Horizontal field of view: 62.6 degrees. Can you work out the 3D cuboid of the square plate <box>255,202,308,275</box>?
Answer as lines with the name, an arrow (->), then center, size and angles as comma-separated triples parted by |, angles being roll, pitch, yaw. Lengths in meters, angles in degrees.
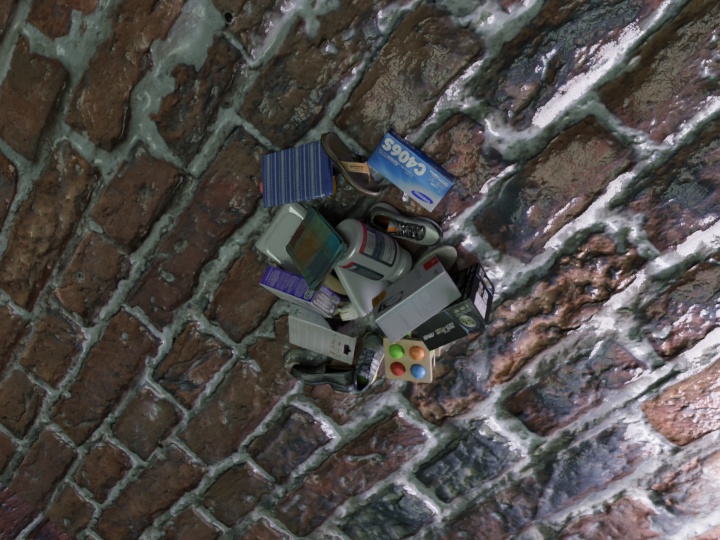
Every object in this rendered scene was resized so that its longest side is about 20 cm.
square plate -> -0.172, -0.069, 1.623 | 0.200, 0.028, 0.198 | 39, 120, -3

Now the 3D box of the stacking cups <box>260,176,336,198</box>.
stacking cups -> -0.164, -0.212, 1.535 | 0.198, 0.061, 0.061 | 0, 115, 22

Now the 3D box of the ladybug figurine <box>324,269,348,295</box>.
ladybug figurine -> -0.061, -0.010, 1.558 | 0.200, 0.136, 0.072 | 39, 154, -30

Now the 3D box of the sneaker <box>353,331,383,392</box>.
sneaker -> 0.024, 0.265, 1.690 | 0.073, 0.081, 0.201 | 15, 119, 10

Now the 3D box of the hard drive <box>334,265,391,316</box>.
hard drive -> 0.000, 0.000, 1.543 | 0.027, 0.132, 0.201 | -6, 116, 51

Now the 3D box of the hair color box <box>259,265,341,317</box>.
hair color box -> -0.162, 0.055, 1.592 | 0.199, 0.065, 0.109 | 19, 166, 37

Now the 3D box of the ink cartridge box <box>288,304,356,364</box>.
ink cartridge box -> -0.106, 0.182, 1.679 | 0.198, 0.050, 0.161 | 17, 145, 5

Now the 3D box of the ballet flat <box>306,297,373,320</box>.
ballet flat -> -0.059, 0.112, 1.651 | 0.199, 0.072, 0.073 | 4, 116, 16

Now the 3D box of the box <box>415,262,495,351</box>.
box -> 0.233, 0.087, 1.463 | 0.163, 0.200, 0.086 | -28, 104, 27

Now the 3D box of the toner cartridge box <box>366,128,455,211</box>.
toner cartridge box -> 0.122, -0.241, 1.431 | 0.199, 0.043, 0.095 | 37, 122, -2

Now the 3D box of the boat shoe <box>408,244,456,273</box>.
boat shoe -> 0.163, 0.003, 1.528 | 0.075, 0.062, 0.200 | 43, 105, -12

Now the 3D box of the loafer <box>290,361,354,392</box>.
loafer -> -0.110, 0.302, 1.766 | 0.198, 0.073, 0.073 | 10, 110, 3

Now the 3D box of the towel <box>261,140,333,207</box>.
towel -> -0.160, -0.242, 1.498 | 0.198, 0.024, 0.146 | -7, 79, 23

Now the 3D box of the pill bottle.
pill bottle -> 0.029, -0.041, 1.475 | 0.199, 0.120, 0.119 | 23, 129, -38

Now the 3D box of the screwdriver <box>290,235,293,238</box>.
screwdriver -> -0.115, -0.031, 1.593 | 0.200, 0.028, 0.029 | 37, 148, -20

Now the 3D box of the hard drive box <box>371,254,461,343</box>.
hard drive box -> 0.130, 0.066, 1.431 | 0.199, 0.156, 0.077 | -36, 104, 7

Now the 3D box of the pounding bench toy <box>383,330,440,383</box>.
pounding bench toy -> 0.134, 0.173, 1.565 | 0.123, 0.156, 0.202 | 3, 116, 17

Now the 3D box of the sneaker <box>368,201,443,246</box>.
sneaker -> 0.110, -0.105, 1.482 | 0.199, 0.079, 0.074 | 20, 118, 7

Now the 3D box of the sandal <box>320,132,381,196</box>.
sandal -> -0.016, -0.264, 1.448 | 0.054, 0.082, 0.200 | -36, 93, 38

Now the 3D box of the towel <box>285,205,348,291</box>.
towel -> -0.115, -0.057, 1.467 | 0.022, 0.200, 0.147 | 21, 110, -41
